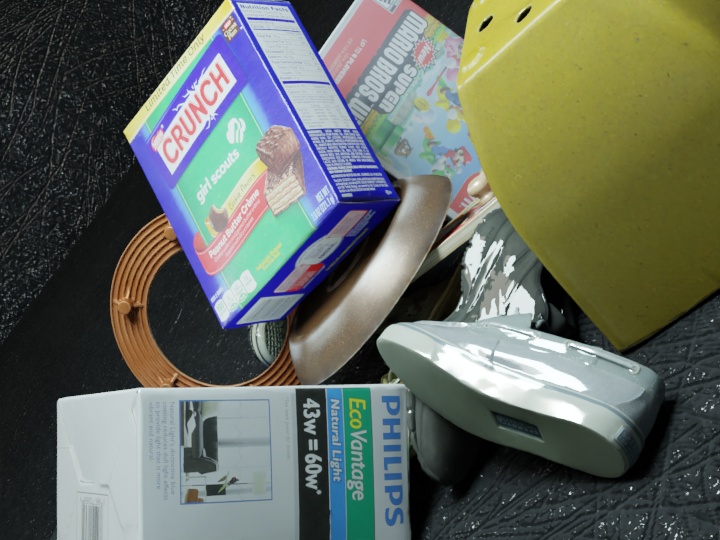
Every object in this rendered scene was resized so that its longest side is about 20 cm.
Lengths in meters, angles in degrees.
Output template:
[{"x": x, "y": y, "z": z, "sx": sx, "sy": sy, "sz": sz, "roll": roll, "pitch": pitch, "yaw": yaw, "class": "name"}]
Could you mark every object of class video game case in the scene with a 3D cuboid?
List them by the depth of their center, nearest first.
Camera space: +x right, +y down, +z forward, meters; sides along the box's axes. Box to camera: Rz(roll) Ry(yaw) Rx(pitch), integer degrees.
[{"x": 0.053, "y": -0.149, "z": 1.146, "sx": 0.144, "sy": 0.199, "sz": 0.017, "roll": -56, "pitch": 3, "yaw": -13, "class": "video game case"}]

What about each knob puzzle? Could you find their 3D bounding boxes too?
[{"x": 0.095, "y": -0.059, "z": 1.011, "sx": 0.219, "sy": 0.031, "sz": 0.220, "roll": -39, "pitch": 2, "yaw": 2, "class": "knob puzzle"}]

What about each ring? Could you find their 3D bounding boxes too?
[{"x": -0.127, "y": 0.041, "z": 1.130, "sx": 0.200, "sy": 0.200, "sz": 0.019, "roll": -45, "pitch": 3, "yaw": 18, "class": "ring"}]

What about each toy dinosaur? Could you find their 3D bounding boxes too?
[{"x": 0.040, "y": 0.040, "z": 1.088, "sx": 0.199, "sy": 0.058, "sz": 0.101, "roll": -32, "pitch": 12, "yaw": 38, "class": "toy dinosaur"}]

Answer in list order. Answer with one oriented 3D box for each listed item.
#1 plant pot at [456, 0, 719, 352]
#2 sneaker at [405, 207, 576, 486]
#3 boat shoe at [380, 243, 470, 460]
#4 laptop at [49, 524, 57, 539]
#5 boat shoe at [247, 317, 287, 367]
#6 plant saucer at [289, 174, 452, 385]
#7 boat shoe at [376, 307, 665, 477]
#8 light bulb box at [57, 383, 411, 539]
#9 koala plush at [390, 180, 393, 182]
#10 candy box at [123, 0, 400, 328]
[{"x": 0.169, "y": -0.114, "z": 0.810, "sx": 0.195, "sy": 0.199, "sz": 0.195, "roll": -39, "pitch": 22, "yaw": 34, "class": "plant pot"}, {"x": 0.097, "y": 0.052, "z": 0.878, "sx": 0.090, "sy": 0.076, "sz": 0.202, "roll": 13, "pitch": 77, "yaw": 40, "class": "sneaker"}, {"x": 0.057, "y": 0.060, "z": 0.968, "sx": 0.201, "sy": 0.062, "sz": 0.073, "roll": -54, "pitch": 19, "yaw": -4, "class": "boat shoe"}, {"x": -0.168, "y": 0.182, "z": 1.153, "sx": 0.178, "sy": 0.197, "sz": 0.104, "roll": -71, "pitch": -12, "yaw": -50, "class": "laptop"}, {"x": -0.091, "y": 0.045, "z": 1.310, "sx": 0.061, "sy": 0.075, "sz": 0.201, "roll": -21, "pitch": 21, "yaw": 12, "class": "boat shoe"}, {"x": 0.000, "y": 0.000, "z": 1.023, "sx": 0.201, "sy": 0.032, "sz": 0.201, "roll": -52, "pitch": 13, "yaw": 17, "class": "plant saucer"}, {"x": 0.099, "y": 0.064, "z": 0.799, "sx": 0.199, "sy": 0.071, "sz": 0.072, "roll": 19, "pitch": 56, "yaw": 42, "class": "boat shoe"}, {"x": -0.094, "y": 0.146, "z": 0.914, "sx": 0.198, "sy": 0.197, "sz": 0.127, "roll": -13, "pitch": 76, "yaw": 61, "class": "light bulb box"}, {"x": -0.016, "y": -0.055, "z": 1.213, "sx": 0.202, "sy": 0.182, "sz": 0.177, "roll": -68, "pitch": 20, "yaw": -7, "class": "koala plush"}, {"x": -0.084, "y": -0.086, "z": 1.028, "sx": 0.169, "sy": 0.076, "sz": 0.202, "roll": -44, "pitch": 64, "yaw": 35, "class": "candy box"}]
